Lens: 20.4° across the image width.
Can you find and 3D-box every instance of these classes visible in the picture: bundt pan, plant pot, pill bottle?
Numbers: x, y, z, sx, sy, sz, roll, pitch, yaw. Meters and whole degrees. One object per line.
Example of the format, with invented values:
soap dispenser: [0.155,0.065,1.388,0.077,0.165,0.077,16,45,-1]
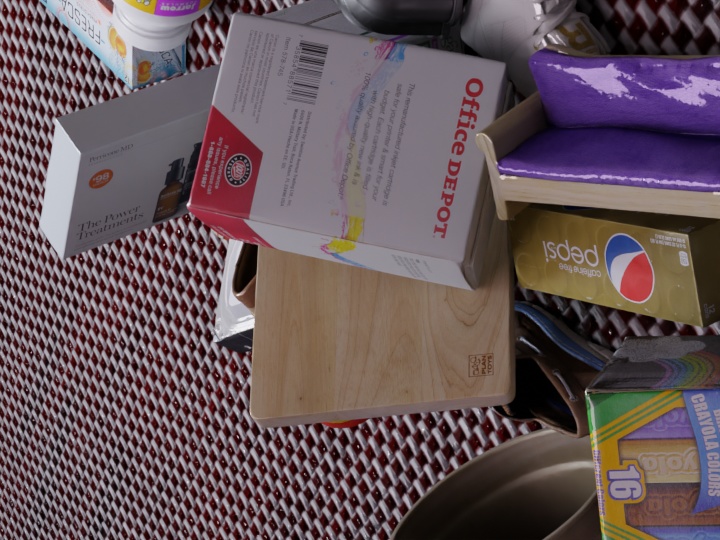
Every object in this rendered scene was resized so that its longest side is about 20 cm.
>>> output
bundt pan: [0.012,-0.263,1.457,0.202,0.075,0.203,170,90,-78]
plant pot: [0.147,0.244,1.533,0.200,0.200,0.174,-3,123,59]
pill bottle: [-0.170,-0.288,1.776,0.104,0.104,0.200,54,148,24]

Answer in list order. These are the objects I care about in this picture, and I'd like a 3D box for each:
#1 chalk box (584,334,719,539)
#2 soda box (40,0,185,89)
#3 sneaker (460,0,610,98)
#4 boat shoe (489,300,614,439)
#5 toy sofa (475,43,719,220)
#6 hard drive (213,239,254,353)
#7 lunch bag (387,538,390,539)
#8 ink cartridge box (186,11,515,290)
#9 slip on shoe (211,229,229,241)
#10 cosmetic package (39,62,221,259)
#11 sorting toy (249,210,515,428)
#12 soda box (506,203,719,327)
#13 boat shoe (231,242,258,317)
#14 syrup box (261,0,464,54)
chalk box: [0.256,0.113,1.257,0.199,0.124,0.124,-2,103,21]
soda box: [-0.246,-0.259,1.963,0.200,0.063,0.069,44,143,38]
sneaker: [0.133,-0.194,1.372,0.116,0.074,0.200,50,155,27]
boat shoe: [0.130,0.076,1.539,0.200,0.072,0.073,21,126,53]
toy sofa: [0.177,-0.085,1.289,0.199,0.083,0.098,7,121,38]
hard drive: [-0.044,-0.016,1.689,0.200,0.038,0.140,-17,56,46]
lunch bag: [0.025,0.338,1.834,0.200,0.127,0.170,-36,79,50]
ink cartridge box: [0.001,-0.081,1.423,0.145,0.199,0.146,48,-125,-78]
slip on shoe: [-0.077,-0.089,1.801,0.061,0.074,0.200,29,137,0]
cosmetic package: [-0.189,-0.103,1.826,0.052,0.200,0.151,51,147,26]
sorting toy: [0.024,0.026,1.523,0.070,0.198,0.201,57,-150,-58]
soda box: [0.188,-0.015,1.394,0.200,0.064,0.068,14,120,56]
boat shoe: [-0.058,-0.051,1.630,0.076,0.072,0.201,-21,51,45]
syrup box: [-0.002,-0.162,1.599,0.200,0.081,0.079,22,127,54]
